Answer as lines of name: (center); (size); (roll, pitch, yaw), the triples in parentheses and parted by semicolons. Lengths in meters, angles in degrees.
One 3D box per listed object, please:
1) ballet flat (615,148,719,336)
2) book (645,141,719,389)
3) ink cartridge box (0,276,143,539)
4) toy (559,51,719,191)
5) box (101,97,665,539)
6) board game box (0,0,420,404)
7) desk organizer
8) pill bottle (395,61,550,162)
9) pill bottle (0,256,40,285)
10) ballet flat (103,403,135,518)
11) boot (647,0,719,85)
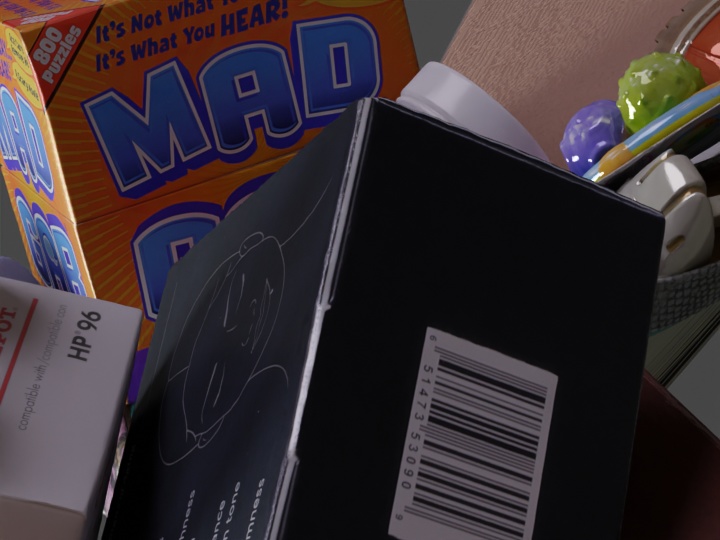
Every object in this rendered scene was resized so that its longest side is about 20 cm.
ballet flat: (0.151, -0.029, 0.805); (0.199, 0.073, 0.072); (-21, 21, -5)
book: (0.118, 0.003, 0.901); (0.200, 0.048, 0.133); (-44, 21, -19)
ink cartridge box: (-0.128, 0.086, 0.708); (0.116, 0.067, 0.201); (-84, 7, -54)
toy: (0.142, -0.074, 0.854); (0.199, 0.047, 0.115); (-29, -10, 2)
box: (-0.006, 0.078, 0.675); (0.196, 0.123, 0.201); (-32, 42, 60)
board game box: (-0.087, -0.074, 1.074); (0.199, 0.201, 0.200); (-19, 18, -17)
desk organizer: (0.101, 0.095, 0.708); (0.077, 0.072, 0.200); (-34, 22, -1)
pill bottle: (0.000, 0.000, 0.953); (0.200, 0.112, 0.112); (-49, 23, -5)
pill bottle: (-0.269, 0.068, 1.104); (0.199, 0.111, 0.111); (-25, 25, 23)
ballet flat: (-0.125, 0.094, 1.068); (0.071, 0.069, 0.200); (-53, 20, 13)
boot: (0.242, -0.139, 0.975); (0.200, 0.075, 0.107); (-49, 33, -19)
